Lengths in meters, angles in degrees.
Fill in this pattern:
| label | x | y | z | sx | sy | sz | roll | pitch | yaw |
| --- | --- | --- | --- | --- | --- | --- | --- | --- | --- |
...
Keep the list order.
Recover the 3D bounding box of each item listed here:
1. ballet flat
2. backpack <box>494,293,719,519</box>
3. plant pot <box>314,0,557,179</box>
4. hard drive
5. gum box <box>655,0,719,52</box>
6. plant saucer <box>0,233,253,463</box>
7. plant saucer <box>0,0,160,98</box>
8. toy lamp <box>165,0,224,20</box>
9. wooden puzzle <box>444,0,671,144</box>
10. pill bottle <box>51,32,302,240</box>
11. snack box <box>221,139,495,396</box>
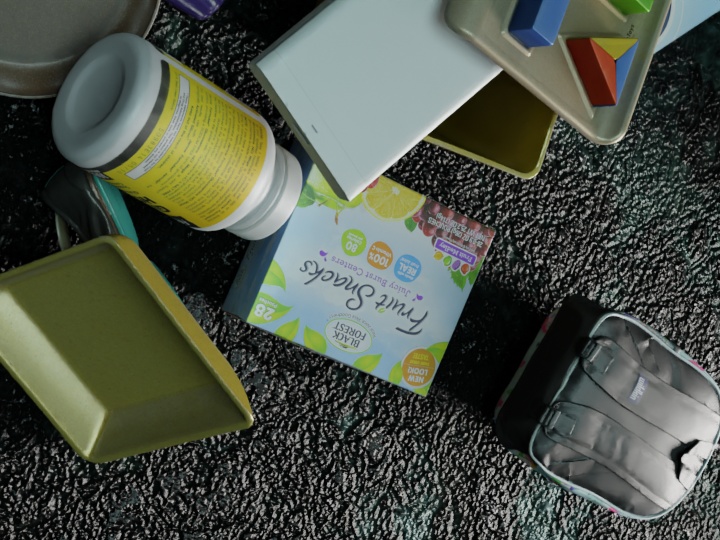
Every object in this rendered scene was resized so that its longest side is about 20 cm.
| label | x | y | z | sx | sy | sz | roll | pitch | yaw |
| --- | --- | --- | --- | --- | --- | --- | --- | --- | --- |
| ballet flat | -0.203 | 0.000 | 1.299 | 0.068 | 0.068 | 0.200 | -25 | 101 | 12 |
| backpack | 0.241 | 0.137 | 1.494 | 0.200 | 0.151 | 0.178 | 30 | 88 | -20 |
| plant pot | 0.057 | -0.209 | 1.325 | 0.200 | 0.176 | 0.201 | 18 | 91 | -27 |
| hard drive | 0.026 | -0.167 | 1.204 | 0.200 | 0.026 | 0.132 | -41 | 114 | -14 |
| gum box | 0.238 | -0.281 | 1.477 | 0.200 | 0.045 | 0.170 | -34 | 113 | -18 |
| plant saucer | -0.203 | 0.058 | 1.261 | 0.200 | 0.200 | 0.048 | 55 | 39 | -24 |
| plant saucer | -0.255 | -0.232 | 1.216 | 0.200 | 0.032 | 0.201 | -9 | 124 | -14 |
| toy lamp | -0.187 | -0.285 | 1.259 | 0.058 | 0.058 | 0.200 | -49 | 115 | -11 |
| wooden puzzle | 0.175 | -0.225 | 1.240 | 0.200 | 0.046 | 0.186 | 31 | 73 | -33 |
| pill bottle | -0.143 | -0.101 | 1.268 | 0.200 | 0.112 | 0.113 | 30 | 85 | -43 |
| snack box | 0.000 | 0.000 | 1.396 | 0.200 | 0.068 | 0.169 | 25 | 87 | -27 |
